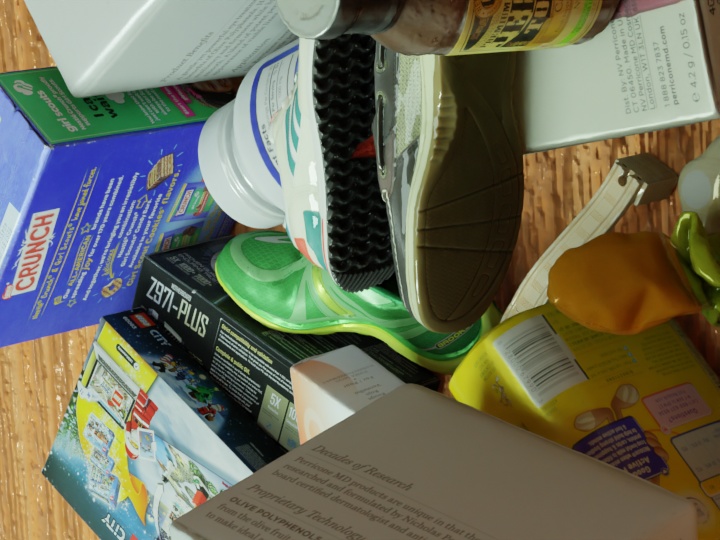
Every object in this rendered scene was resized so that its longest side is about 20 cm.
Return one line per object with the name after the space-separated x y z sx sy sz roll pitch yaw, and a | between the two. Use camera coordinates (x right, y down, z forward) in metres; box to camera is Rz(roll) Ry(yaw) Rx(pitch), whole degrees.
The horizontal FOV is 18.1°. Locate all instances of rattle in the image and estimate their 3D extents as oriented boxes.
0.214 -0.029 1.139 0.200 0.142 0.131 -9 70 52 | rattle

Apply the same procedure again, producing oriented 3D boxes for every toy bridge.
0.111 0.022 1.293 0.027 0.067 0.200 45 126 27 | toy bridge

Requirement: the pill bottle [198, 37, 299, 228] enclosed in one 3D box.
-0.005 -0.093 1.346 0.200 0.112 0.112 -24 82 45 | pill bottle

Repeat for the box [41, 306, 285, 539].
-0.113 0.138 1.431 0.200 0.038 0.137 43 126 28 | box

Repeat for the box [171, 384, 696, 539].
0.042 0.199 1.108 0.200 0.171 0.200 20 127 42 | box

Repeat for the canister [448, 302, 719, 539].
0.156 0.110 1.216 0.200 0.148 0.087 56 136 22 | canister

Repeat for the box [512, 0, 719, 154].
0.135 -0.125 1.195 0.200 0.128 0.109 -8 94 44 | box

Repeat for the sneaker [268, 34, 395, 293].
-0.021 -0.092 1.229 0.093 0.070 0.201 30 130 48 | sneaker

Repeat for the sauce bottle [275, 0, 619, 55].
0.042 -0.131 1.055 0.065 0.200 0.065 10 105 41 | sauce bottle

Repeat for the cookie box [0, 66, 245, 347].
-0.167 -0.049 1.448 0.075 0.200 0.171 45 126 27 | cookie box

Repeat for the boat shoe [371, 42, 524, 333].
0.039 -0.071 1.166 0.066 0.072 0.202 18 112 51 | boat shoe

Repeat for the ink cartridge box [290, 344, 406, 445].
0.033 0.153 1.263 0.200 0.050 0.163 38 140 54 | ink cartridge box

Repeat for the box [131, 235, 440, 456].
-0.064 0.098 1.463 0.200 0.086 0.164 33 121 34 | box

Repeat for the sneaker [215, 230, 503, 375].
0.000 0.000 1.375 0.199 0.074 0.084 13 135 30 | sneaker

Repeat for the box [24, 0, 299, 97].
-0.106 -0.243 1.366 0.199 0.171 0.200 -41 71 41 | box
